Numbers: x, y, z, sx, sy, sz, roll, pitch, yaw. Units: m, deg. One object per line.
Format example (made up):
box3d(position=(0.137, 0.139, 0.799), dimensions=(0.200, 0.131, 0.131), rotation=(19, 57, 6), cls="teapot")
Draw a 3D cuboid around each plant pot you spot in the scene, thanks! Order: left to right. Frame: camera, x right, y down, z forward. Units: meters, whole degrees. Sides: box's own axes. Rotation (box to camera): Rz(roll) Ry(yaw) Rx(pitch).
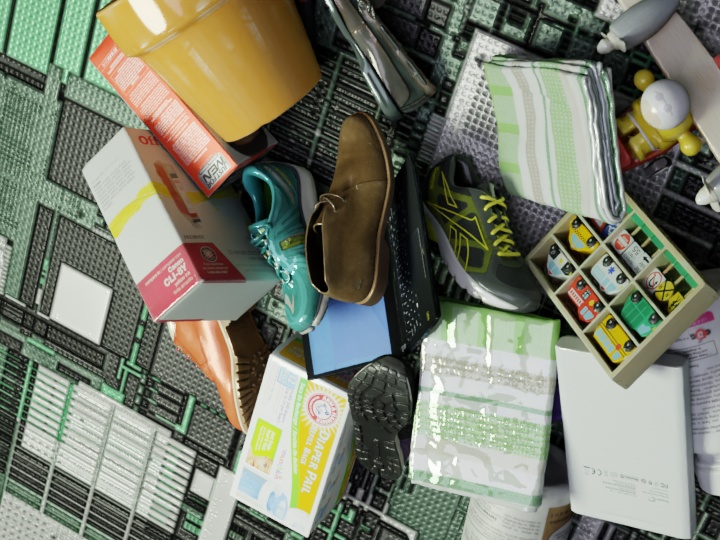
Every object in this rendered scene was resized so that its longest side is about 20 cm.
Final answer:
box3d(position=(-0.139, -0.243, 1.445), dimensions=(0.199, 0.201, 0.184), rotation=(-24, 108, 30), cls="plant pot")

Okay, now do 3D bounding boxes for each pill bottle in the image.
box3d(position=(0.168, 0.293, 1.535), dimensions=(0.113, 0.114, 0.202), rotation=(18, 115, 18), cls="pill bottle")
box3d(position=(0.351, 0.110, 1.384), dimensions=(0.112, 0.113, 0.202), rotation=(-14, 102, 28), cls="pill bottle")

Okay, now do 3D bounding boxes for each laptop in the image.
box3d(position=(0.000, 0.000, 1.467), dimensions=(0.200, 0.102, 0.180), rotation=(123, 140, -67), cls="laptop")

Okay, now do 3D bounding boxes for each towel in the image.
box3d(position=(0.128, 0.135, 1.435), dimensions=(0.147, 0.031, 0.203), rotation=(10, 103, 22), cls="towel")
box3d(position=(0.181, -0.129, 1.348), dimensions=(0.200, 0.030, 0.151), rotation=(23, 125, 63), cls="towel")

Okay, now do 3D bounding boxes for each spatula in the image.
box3d(position=(-0.058, -0.309, 1.474), dimensions=(0.056, 0.021, 0.203), rotation=(8, 112, 20), cls="spatula")

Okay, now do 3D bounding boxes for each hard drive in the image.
box3d(position=(0.263, 0.166, 1.387), dimensions=(0.130, 0.026, 0.202), rotation=(9, 122, 32), cls="hard drive")

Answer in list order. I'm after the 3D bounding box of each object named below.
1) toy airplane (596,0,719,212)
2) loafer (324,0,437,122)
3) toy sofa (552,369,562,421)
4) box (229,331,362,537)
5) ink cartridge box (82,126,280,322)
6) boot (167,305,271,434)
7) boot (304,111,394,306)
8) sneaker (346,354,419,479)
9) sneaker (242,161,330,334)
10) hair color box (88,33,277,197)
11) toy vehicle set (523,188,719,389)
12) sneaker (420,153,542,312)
box3d(position=(0.305, -0.159, 1.289), dimensions=(0.198, 0.141, 0.202), rotation=(17, 105, 26), cls="toy airplane")
box3d(position=(0.012, -0.254, 1.445), dimensions=(0.062, 0.072, 0.202), rotation=(-26, 104, 10), cls="loafer")
box3d(position=(0.179, 0.128, 1.480), dimensions=(0.198, 0.098, 0.084), rotation=(-12, 103, 27), cls="toy sofa")
box3d(position=(-0.060, 0.181, 1.607), dimensions=(0.111, 0.101, 0.202), rotation=(24, 117, 15), cls="box")
box3d(position=(-0.195, -0.050, 1.527), dimensions=(0.083, 0.144, 0.201), rotation=(-39, 70, 28), cls="ink cartridge box")
box3d(position=(-0.167, 0.098, 1.649), dimensions=(0.106, 0.075, 0.203), rotation=(-11, 95, 31), cls="boot")
box3d(position=(-0.014, -0.069, 1.428), dimensions=(0.073, 0.075, 0.203), rotation=(-16, 70, 54), cls="boot")
box3d(position=(0.035, 0.137, 1.526), dimensions=(0.075, 0.088, 0.201), rotation=(24, 145, 15), cls="sneaker")
box3d(position=(-0.085, -0.025, 1.507), dimensions=(0.077, 0.079, 0.202), rotation=(-38, 58, 42), cls="sneaker")
box3d(position=(-0.192, -0.185, 1.536), dimensions=(0.200, 0.101, 0.061), rotation=(49, 121, 1), cls="hair color box")
box3d(position=(0.246, 0.006, 1.350), dimensions=(0.026, 0.201, 0.124), rotation=(31, 108, -36), cls="toy vehicle set")
box3d(position=(0.121, -0.040, 1.427), dimensions=(0.200, 0.074, 0.085), rotation=(50, 121, 30), cls="sneaker")
